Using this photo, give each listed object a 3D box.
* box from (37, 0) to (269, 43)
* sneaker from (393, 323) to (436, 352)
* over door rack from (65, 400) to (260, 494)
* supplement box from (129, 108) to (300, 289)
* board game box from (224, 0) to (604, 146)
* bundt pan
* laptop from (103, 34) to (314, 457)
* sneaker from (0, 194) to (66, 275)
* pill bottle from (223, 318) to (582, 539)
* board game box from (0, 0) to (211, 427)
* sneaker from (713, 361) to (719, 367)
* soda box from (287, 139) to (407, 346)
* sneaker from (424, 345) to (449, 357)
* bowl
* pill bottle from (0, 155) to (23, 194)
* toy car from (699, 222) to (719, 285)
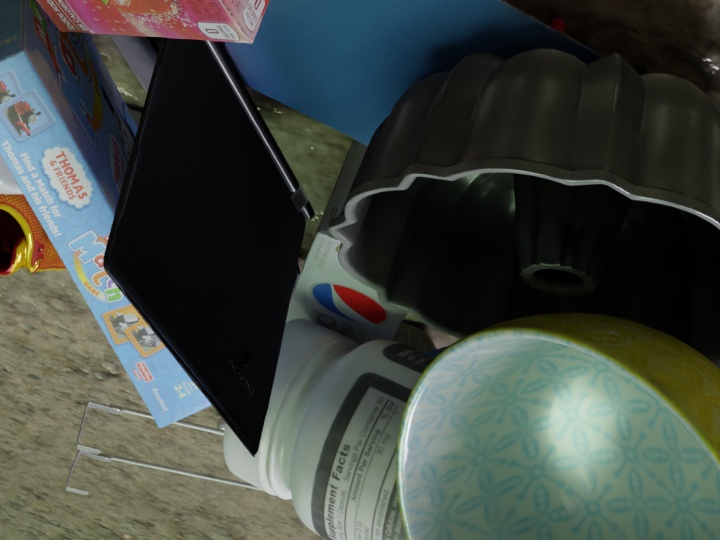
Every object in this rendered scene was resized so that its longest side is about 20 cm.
[{"bbox_3d":[-0.098,-0.180,0.614,0.095,0.101,0.200,8,154,26],"label":"box"},{"bbox_3d":[-0.037,0.077,1.144,0.198,0.075,0.107,10,152,19],"label":"sneaker"},{"bbox_3d":[-0.122,0.125,1.304,0.198,0.067,0.148,2,159,-11],"label":"over door rack"},{"bbox_3d":[-0.100,-0.014,1.020,0.108,0.061,0.201,15,155,13],"label":"supplement box"},{"bbox_3d":[0.041,-0.097,0.762,0.199,0.039,0.158,24,156,-26],"label":"board game box"},{"bbox_3d":[0.090,-0.029,0.738,0.200,0.077,0.202,10,157,4],"label":"bundt pan"},{"bbox_3d":[-0.103,-0.048,0.794,0.199,0.116,0.188,37,166,31],"label":"laptop"},{"bbox_3d":[-0.203,-0.026,1.049,0.072,0.078,0.200,7,163,25],"label":"sneaker"},{"bbox_3d":[0.034,0.105,0.910,0.199,0.114,0.113,23,159,23],"label":"pill bottle"},{"bbox_3d":[-0.127,-0.048,0.804,0.036,0.152,0.201,-22,125,4],"label":"board game box"},{"bbox_3d":[0.154,0.071,0.944,0.114,0.073,0.200,31,179,-40],"label":"sneaker"},{"bbox_3d":[0.000,0.000,0.960,0.063,0.069,0.200,22,156,-1],"label":"soda box"},{"bbox_3d":[0.082,0.097,1.033,0.198,0.084,0.071,14,150,-31],"label":"sneaker"},{"bbox_3d":[0.123,0.102,0.759,0.199,0.107,0.202,21,122,37],"label":"bowl"},{"bbox_3d":[-0.245,-0.089,0.907,0.198,0.117,0.116,3,151,35],"label":"pill bottle"},{"bbox_3d":[0.247,0.079,0.769,0.183,0.202,0.177,1,150,35],"label":"toy car"}]
